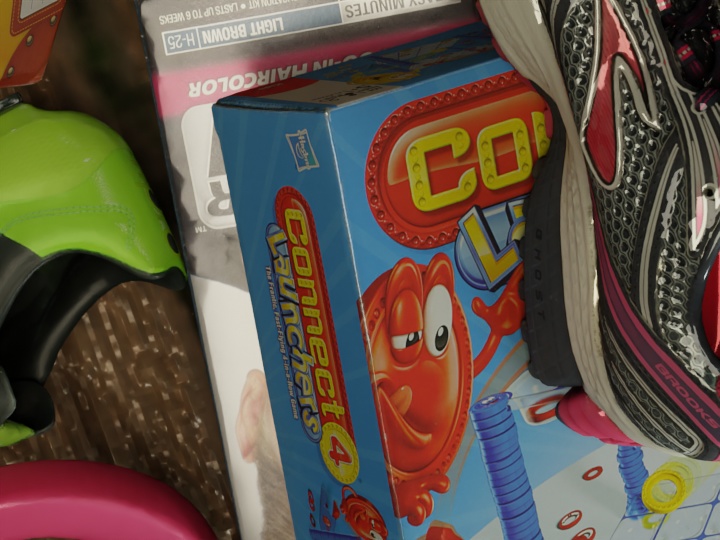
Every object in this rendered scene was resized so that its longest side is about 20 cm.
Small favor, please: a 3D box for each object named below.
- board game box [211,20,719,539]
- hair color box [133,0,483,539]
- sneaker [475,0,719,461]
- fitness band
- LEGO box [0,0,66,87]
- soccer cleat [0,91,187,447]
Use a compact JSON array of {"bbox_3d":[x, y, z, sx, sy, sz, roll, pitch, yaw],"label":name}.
[{"bbox_3d":[0.071,0.024,0.748,0.199,0.056,0.197,-19,106,-32],"label":"board game box"},{"bbox_3d":[0.000,0.000,0.791,0.100,0.061,0.201,-10,104,2],"label":"hair color box"},{"bbox_3d":[0.083,-0.051,0.668,0.080,0.075,0.201,-18,105,-32],"label":"sneaker"},{"bbox_3d":[-0.125,0.138,0.809,0.143,0.037,0.200,32,108,-31],"label":"fitness band"},{"bbox_3d":[-0.131,-0.166,0.681,0.149,0.077,0.201,26,108,20],"label":"LEGO box"},{"bbox_3d":[-0.142,0.032,0.787,0.200,0.068,0.081,-38,70,8],"label":"soccer cleat"}]
